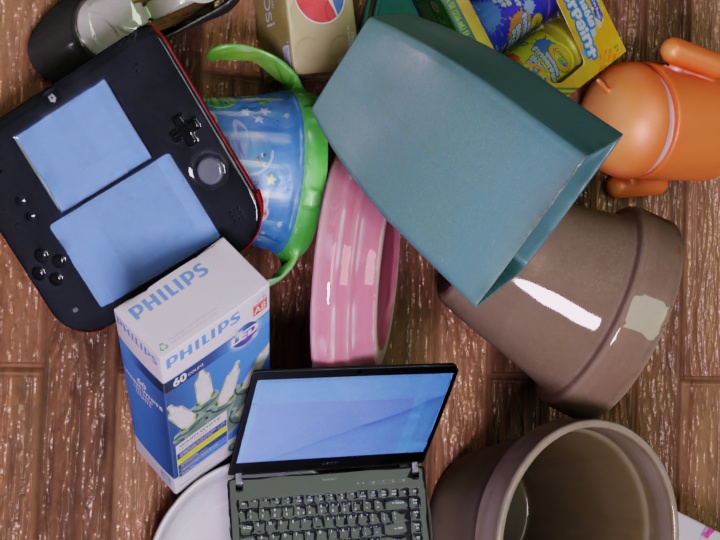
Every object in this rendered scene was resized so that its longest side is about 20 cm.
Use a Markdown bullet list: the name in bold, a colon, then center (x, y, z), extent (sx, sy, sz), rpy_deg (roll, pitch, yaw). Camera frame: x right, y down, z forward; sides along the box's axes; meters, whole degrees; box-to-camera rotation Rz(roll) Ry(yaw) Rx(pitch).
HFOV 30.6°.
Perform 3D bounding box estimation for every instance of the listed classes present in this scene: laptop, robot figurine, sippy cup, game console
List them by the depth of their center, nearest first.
- **game console**: center (-0.187, -0.062, 0.995), extent (0.198, 0.031, 0.178), rpy_deg (-28, 105, 17)
- **laptop**: center (-0.009, 0.183, 1.041), extent (0.175, 0.103, 0.203), rpy_deg (0, 78, -21)
- **sippy cup**: center (-0.106, -0.083, 1.064), extent (0.128, 0.141, 0.179), rpy_deg (5, 43, -19)
- **robot figurine**: center (0.299, -0.148, 1.298), extent (0.197, 0.144, 0.118), rpy_deg (-2, 73, -29)

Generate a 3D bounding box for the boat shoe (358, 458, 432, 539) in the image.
- **boat shoe**: center (0.026, 0.203, 1.167), extent (0.060, 0.072, 0.204), rpy_deg (-2, 105, 14)

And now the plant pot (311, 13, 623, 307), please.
- **plant pot**: center (0.072, -0.102, 1.021), extent (0.199, 0.142, 0.141), rpy_deg (39, 24, 11)

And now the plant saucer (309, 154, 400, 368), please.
- **plant saucer**: center (0.000, 0.000, 1.082), extent (0.050, 0.201, 0.204), rpy_deg (5, 86, 7)

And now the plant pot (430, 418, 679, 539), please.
- **plant pot**: center (0.153, 0.227, 1.173), extent (0.197, 0.173, 0.203), rpy_deg (0, 90, -29)

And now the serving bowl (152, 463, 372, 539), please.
- **serving bowl**: center (-0.087, 0.259, 1.086), extent (0.197, 0.066, 0.203), rpy_deg (5, 76, -21)

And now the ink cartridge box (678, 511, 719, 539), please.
- **ink cartridge box**: center (0.301, 0.302, 1.316), extent (0.199, 0.068, 0.117), rpy_deg (28, 75, -27)

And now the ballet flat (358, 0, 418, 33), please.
- **ballet flat**: center (0.027, -0.145, 1.145), extent (0.067, 0.070, 0.203), rpy_deg (-10, 83, -35)

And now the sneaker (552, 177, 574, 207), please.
- **sneaker**: center (0.124, -0.104, 1.153), extent (0.081, 0.199, 0.071), rpy_deg (-10, 114, -40)

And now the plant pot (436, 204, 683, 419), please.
- **plant pot**: center (0.169, 0.010, 1.194), extent (0.173, 0.200, 0.202), rpy_deg (26, 76, -9)

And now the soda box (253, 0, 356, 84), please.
- **soda box**: center (-0.053, -0.266, 1.128), extent (0.067, 0.064, 0.203), rpy_deg (-8, 94, -29)

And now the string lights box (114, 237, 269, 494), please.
- **string lights box**: center (-0.125, 0.077, 1.011), extent (0.102, 0.201, 0.059), rpy_deg (-35, 63, -25)

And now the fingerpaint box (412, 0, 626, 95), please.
- **fingerpaint box**: center (0.135, -0.247, 1.230), extent (0.166, 0.073, 0.202), rpy_deg (-37, 106, -25)

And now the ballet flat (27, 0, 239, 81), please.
- **ballet flat**: center (-0.173, -0.213, 1.055), extent (0.199, 0.068, 0.069), rpy_deg (-32, 105, -26)
